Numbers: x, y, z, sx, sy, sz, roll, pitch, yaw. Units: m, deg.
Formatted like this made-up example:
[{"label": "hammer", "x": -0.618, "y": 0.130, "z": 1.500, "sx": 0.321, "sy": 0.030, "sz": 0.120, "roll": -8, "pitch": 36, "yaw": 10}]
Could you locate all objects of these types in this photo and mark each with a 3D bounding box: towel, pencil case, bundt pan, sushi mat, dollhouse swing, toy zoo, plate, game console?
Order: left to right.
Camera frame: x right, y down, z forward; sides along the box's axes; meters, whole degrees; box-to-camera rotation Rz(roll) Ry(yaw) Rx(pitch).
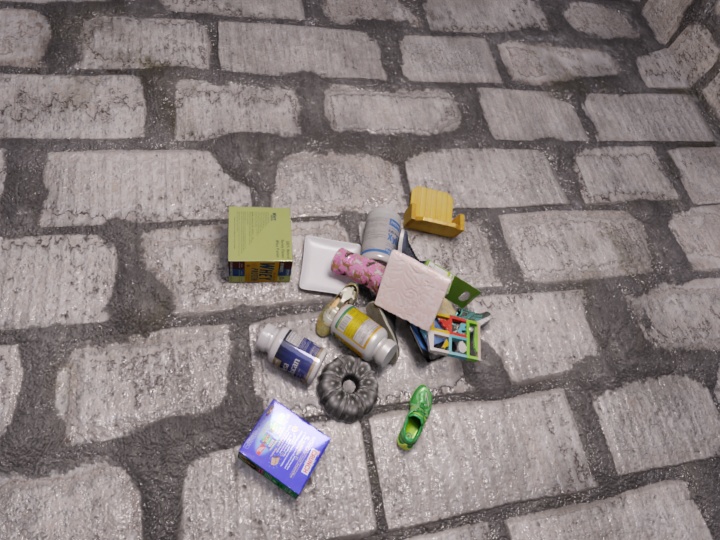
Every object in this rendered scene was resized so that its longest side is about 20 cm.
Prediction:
[{"label": "plate", "x": -0.100, "y": -0.010, "z": 1.778, "sx": 0.194, "sy": 0.032, "sz": 0.205, "roll": 9, "pitch": 60, "yaw": -10}, {"label": "bundt pan", "x": -0.033, "y": 0.343, "z": 1.580, "sx": 0.196, "sy": 0.076, "sz": 0.206, "roll": 6, "pitch": 60, "yaw": -11}, {"label": "pencil case", "x": 0.000, "y": 0.000, "z": 1.704, "sx": 0.197, "sy": 0.084, "sz": 0.087, "roll": 25, "pitch": 60, "yaw": 20}, {"label": "towel", "x": 0.154, "y": 0.061, "z": 1.590, "sx": 0.197, "sy": 0.195, "sz": 0.032, "roll": 27, "pitch": 29, "yaw": 14}, {"label": "game console", "x": 0.215, "y": 0.178, "z": 1.707, "sx": 0.172, "sy": 0.117, "sz": 0.203, "roll": -16, "pitch": 67, "yaw": -21}, {"label": "dollhouse swing", "x": 0.272, "y": -0.232, "z": 1.921, "sx": 0.195, "sy": 0.182, "sz": 0.181, "roll": 12, "pitch": 80, "yaw": -6}, {"label": "sushi mat", "x": 0.277, "y": 0.130, "z": 1.780, "sx": 0.095, "sy": 0.012, "sz": 0.202, "roll": -28, "pitch": 80, "yaw": -40}, {"label": "toy zoo", "x": 0.280, "y": 0.203, "z": 1.653, "sx": 0.195, "sy": 0.021, "sz": 0.134, "roll": 14, "pitch": 58, "yaw": -9}]

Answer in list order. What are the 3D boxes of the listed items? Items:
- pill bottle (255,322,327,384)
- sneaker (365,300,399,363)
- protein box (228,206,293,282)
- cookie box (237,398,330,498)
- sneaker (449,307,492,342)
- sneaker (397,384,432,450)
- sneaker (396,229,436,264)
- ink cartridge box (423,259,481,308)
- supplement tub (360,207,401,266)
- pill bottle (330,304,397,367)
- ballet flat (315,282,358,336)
[{"label": "pill bottle", "x": -0.206, "y": 0.240, "z": 1.571, "sx": 0.197, "sy": 0.112, "sz": 0.112, "roll": 28, "pitch": 59, "yaw": 3}, {"label": "sneaker", "x": 0.095, "y": 0.186, "z": 1.699, "sx": 0.105, "sy": 0.074, "sz": 0.205, "roll": -13, "pitch": 83, "yaw": -55}, {"label": "protein box", "x": -0.323, "y": -0.082, "z": 1.701, "sx": 0.194, "sy": 0.136, "sz": 0.203, "roll": 0, "pitch": 61, "yaw": -13}, {"label": "cookie box", "x": -0.208, "y": 0.488, "z": 1.457, "sx": 0.198, "sy": 0.076, "sz": 0.172, "roll": 33, "pitch": 59, "yaw": 5}, {"label": "sneaker", "x": 0.358, "y": 0.159, "z": 1.759, "sx": 0.197, "sy": 0.078, "sz": 0.092, "roll": -17, "pitch": 69, "yaw": -39}, {"label": "sneaker", "x": 0.172, "y": 0.433, "z": 1.577, "sx": 0.073, "sy": 0.084, "sz": 0.203, "roll": 24, "pitch": 58, "yaw": 1}, {"label": "sneaker", "x": 0.190, "y": -0.039, "z": 1.744, "sx": 0.142, "sy": 0.207, "sz": 0.077, "roll": 1, "pitch": 27, "yaw": 10}, {"label": "ink cartridge box", "x": 0.256, "y": 0.072, "z": 1.665, "sx": 0.197, "sy": 0.148, "sz": 0.077, "roll": 30, "pitch": 59, "yaw": -1}, {"label": "supplement tub", "x": 0.068, "y": -0.094, "z": 1.809, "sx": 0.129, "sy": 0.133, "sz": 0.204, "roll": 13, "pitch": 61, "yaw": -6}, {"label": "pill bottle", "x": 0.013, "y": 0.202, "z": 1.623, "sx": 0.198, "sy": 0.114, "sz": 0.113, "roll": 34, "pitch": 59, "yaw": 22}, {"label": "ballet flat", "x": -0.072, "y": 0.118, "z": 1.677, "sx": 0.070, "sy": 0.071, "sz": 0.201, "roll": 36, "pitch": 71, "yaw": 8}]
